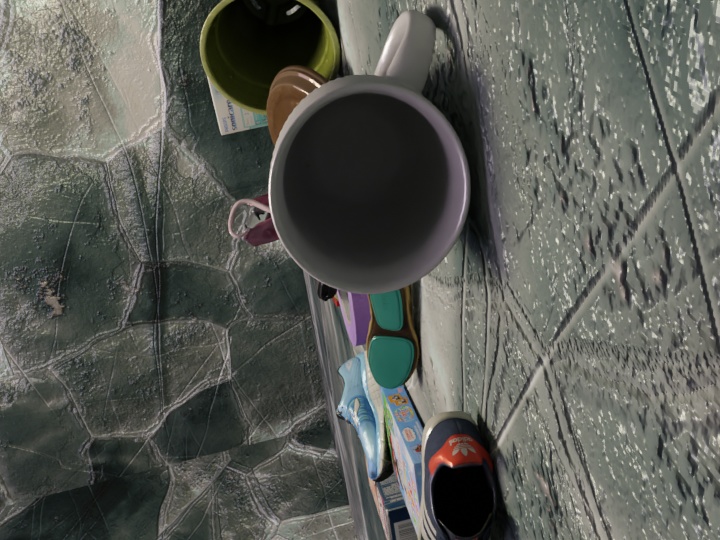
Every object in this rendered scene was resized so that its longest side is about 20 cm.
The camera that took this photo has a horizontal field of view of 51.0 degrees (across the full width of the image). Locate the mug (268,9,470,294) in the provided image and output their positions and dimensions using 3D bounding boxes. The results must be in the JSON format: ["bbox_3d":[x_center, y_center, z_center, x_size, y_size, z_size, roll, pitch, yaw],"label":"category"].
[{"bbox_3d":[0.011,-0.104,0.600,0.176,0.145,0.204,-102,32,-72],"label":"mug"}]

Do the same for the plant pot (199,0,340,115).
[{"bbox_3d":[-0.126,-0.370,1.111,0.203,0.195,0.193,86,-178,-48],"label":"plant pot"}]

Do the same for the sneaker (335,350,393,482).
[{"bbox_3d":[0.008,0.233,1.191,0.078,0.088,0.204,42,-146,-59],"label":"sneaker"}]

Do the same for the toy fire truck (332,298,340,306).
[{"bbox_3d":[-0.049,-0.043,1.439,0.201,0.048,0.144,-113,14,-55],"label":"toy fire truck"}]

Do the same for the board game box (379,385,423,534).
[{"bbox_3d":[0.071,0.264,1.029,0.200,0.036,0.155,-119,19,-67],"label":"board game box"}]

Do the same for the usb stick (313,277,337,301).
[{"bbox_3d":[-0.068,-0.044,1.152,0.056,0.032,0.203,89,168,-50],"label":"usb stick"}]

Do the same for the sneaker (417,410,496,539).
[{"bbox_3d":[0.090,0.235,0.683,0.085,0.073,0.205,-110,10,-71],"label":"sneaker"}]

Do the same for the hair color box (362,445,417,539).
[{"bbox_3d":[0.054,0.365,1.234,0.200,0.059,0.102,-118,18,-68],"label":"hair color box"}]

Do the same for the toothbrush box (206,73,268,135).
[{"bbox_3d":[-0.174,-0.341,1.358,0.147,0.195,0.087,92,164,-60],"label":"toothbrush box"}]

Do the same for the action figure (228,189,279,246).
[{"bbox_3d":[-0.108,-0.102,1.308,0.148,0.195,0.138,27,-114,-64],"label":"action figure"}]

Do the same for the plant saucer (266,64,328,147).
[{"bbox_3d":[-0.068,-0.184,1.054,0.199,0.029,0.203,35,145,29],"label":"plant saucer"}]

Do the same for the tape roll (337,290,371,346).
[{"bbox_3d":[0.000,0.000,1.062,0.200,0.064,0.205,167,91,-82],"label":"tape roll"}]

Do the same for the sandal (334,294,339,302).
[{"bbox_3d":[-0.034,-0.048,1.233,0.054,0.079,0.205,150,107,-66],"label":"sandal"}]

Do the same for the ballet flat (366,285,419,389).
[{"bbox_3d":[0.042,0.059,0.906,0.064,0.067,0.203,-70,-15,-44],"label":"ballet flat"}]
